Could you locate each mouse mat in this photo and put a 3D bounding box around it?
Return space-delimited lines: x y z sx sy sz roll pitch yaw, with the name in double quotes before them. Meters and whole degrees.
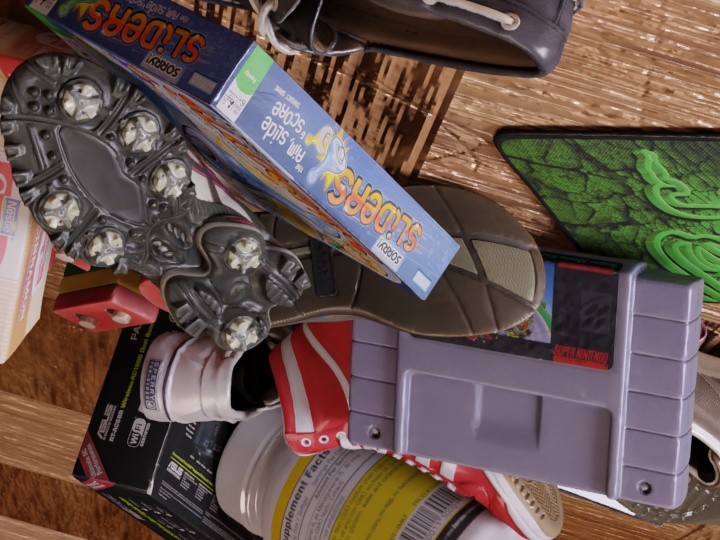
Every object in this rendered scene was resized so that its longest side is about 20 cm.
"mouse mat" 0.171 -0.022 0.924 0.160 0.008 0.200 3 158 30

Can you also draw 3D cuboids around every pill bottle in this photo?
"pill bottle" 0.008 0.163 1.194 0.199 0.115 0.114 27 169 33

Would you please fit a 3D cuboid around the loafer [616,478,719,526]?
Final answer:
"loafer" 0.213 0.117 1.145 0.199 0.076 0.068 23 -157 -29

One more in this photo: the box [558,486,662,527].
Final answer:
"box" 0.100 0.118 1.259 0.199 0.038 0.136 22 174 -20

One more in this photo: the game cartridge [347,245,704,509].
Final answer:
"game cartridge" 0.085 0.049 1.003 0.199 0.131 0.038 9 -160 26

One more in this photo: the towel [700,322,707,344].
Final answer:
"towel" 0.130 0.053 1.137 0.143 0.023 0.200 11 162 5

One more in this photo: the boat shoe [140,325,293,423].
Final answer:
"boat shoe" -0.070 0.060 1.154 0.065 0.073 0.200 7 -178 18

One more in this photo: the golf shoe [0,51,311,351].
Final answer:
"golf shoe" -0.109 -0.038 0.876 0.200 0.077 0.088 48 -179 -41

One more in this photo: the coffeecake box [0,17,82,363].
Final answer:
"coffeecake box" -0.248 -0.059 0.901 0.198 0.155 0.073 14 -161 1

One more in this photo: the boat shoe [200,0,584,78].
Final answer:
"boat shoe" -0.009 -0.113 0.725 0.198 0.061 0.074 9 164 18

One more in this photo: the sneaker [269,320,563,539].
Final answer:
"sneaker" 0.028 0.101 1.108 0.112 0.071 0.200 -36 96 21

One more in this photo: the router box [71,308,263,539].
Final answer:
"router box" -0.109 0.106 1.259 0.062 0.151 0.200 9 159 23

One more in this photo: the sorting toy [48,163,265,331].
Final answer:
"sorting toy" -0.153 -0.025 1.059 0.199 0.070 0.198 29 156 -34

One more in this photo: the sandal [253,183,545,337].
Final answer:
"sandal" 0.000 0.000 0.982 0.198 0.082 0.055 -6 177 11

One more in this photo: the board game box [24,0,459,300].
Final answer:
"board game box" -0.051 -0.065 0.856 0.135 0.035 0.200 29 172 38

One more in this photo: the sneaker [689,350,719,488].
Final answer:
"sneaker" 0.215 0.093 1.061 0.199 0.076 0.070 11 160 -22
